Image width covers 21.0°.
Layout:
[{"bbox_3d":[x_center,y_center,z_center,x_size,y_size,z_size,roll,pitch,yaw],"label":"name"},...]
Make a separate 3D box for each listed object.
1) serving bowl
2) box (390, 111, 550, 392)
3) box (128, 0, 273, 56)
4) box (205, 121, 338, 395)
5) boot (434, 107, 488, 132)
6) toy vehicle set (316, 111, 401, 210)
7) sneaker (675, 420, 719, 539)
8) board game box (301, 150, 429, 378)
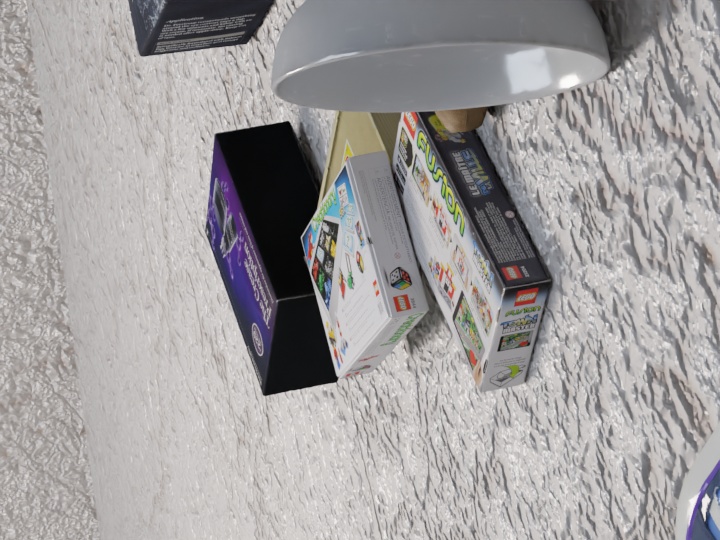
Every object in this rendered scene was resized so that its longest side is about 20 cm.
[{"bbox_3d":[0.045,-0.141,1.131,0.200,0.199,0.066,157,111,-72],"label":"serving bowl"},{"bbox_3d":[0.073,-0.026,1.367,0.110,0.034,0.201,100,154,-48],"label":"box"},{"bbox_3d":[-0.156,-0.329,1.800,0.200,0.117,0.198,138,121,-69],"label":"box"},{"bbox_3d":[-0.076,-0.011,1.761,0.142,0.078,0.201,97,156,-50],"label":"box"},{"bbox_3d":[0.038,-0.176,1.352,0.076,0.073,0.201,86,163,-52],"label":"boot"},{"bbox_3d":[0.006,-0.063,1.574,0.201,0.026,0.125,103,151,-52],"label":"toy vehicle set"},{"bbox_3d":[0.218,0.132,0.908,0.147,0.080,0.201,-114,27,-49],"label":"sneaker"},{"bbox_3d":[0.000,0.000,1.511,0.200,0.034,0.127,127,130,-70],"label":"board game box"}]
